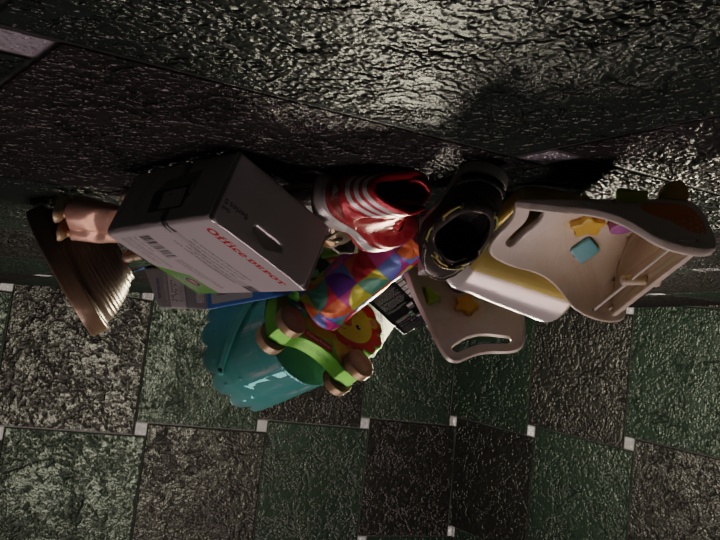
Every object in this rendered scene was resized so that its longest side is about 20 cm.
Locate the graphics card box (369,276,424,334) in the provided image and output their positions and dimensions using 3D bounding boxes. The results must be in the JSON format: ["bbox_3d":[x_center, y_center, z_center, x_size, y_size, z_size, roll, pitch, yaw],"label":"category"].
[{"bbox_3d":[0.076,0.024,1.408,0.125,0.051,0.200,-35,144,9],"label":"graphics card box"}]

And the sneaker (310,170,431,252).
[{"bbox_3d":[0.042,-0.064,0.966,0.115,0.078,0.200,0,175,32],"label":"sneaker"}]

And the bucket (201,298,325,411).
[{"bbox_3d":[-0.132,0.109,1.333,0.135,0.207,0.207,-23,161,35],"label":"bucket"}]

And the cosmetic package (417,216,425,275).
[{"bbox_3d":[0.183,-0.033,1.216,0.200,0.083,0.051,1,172,1],"label":"cosmetic package"}]

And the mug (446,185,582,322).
[{"bbox_3d":[0.185,-0.038,1.058,0.153,0.187,0.149,12,-155,-15],"label":"mug"}]

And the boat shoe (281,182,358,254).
[{"bbox_3d":[-0.035,-0.062,1.037,0.075,0.068,0.200,-1,174,22],"label":"boat shoe"}]

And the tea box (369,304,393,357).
[{"bbox_3d":[-0.043,0.067,1.680,0.200,0.134,0.197,1,-158,19],"label":"tea box"}]

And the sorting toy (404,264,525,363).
[{"bbox_3d":[0.163,0.048,1.277,0.200,0.180,0.107,-8,151,-10],"label":"sorting toy"}]

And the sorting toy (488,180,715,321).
[{"bbox_3d":[0.238,-0.035,0.905,0.180,0.107,0.200,7,156,-8],"label":"sorting toy"}]

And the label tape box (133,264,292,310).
[{"bbox_3d":[-0.213,0.014,1.215,0.143,0.066,0.200,-11,-175,-41],"label":"label tape box"}]

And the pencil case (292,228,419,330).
[{"bbox_3d":[0.000,0.000,1.183,0.200,0.088,0.088,-37,163,13],"label":"pencil case"}]

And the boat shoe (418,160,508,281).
[{"bbox_3d":[0.101,-0.037,0.920,0.072,0.061,0.201,17,149,-1],"label":"boat shoe"}]

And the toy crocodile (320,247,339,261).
[{"bbox_3d":[-0.013,-0.031,1.369,0.067,0.062,0.200,-7,170,34],"label":"toy crocodile"}]

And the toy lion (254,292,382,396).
[{"bbox_3d":[-0.051,0.078,1.280,0.200,0.192,0.069,35,124,-23],"label":"toy lion"}]

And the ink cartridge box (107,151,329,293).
[{"bbox_3d":[-0.157,-0.044,0.933,0.200,0.084,0.145,-3,147,44],"label":"ink cartridge box"}]

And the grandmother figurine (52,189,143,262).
[{"bbox_3d":[-0.291,-0.059,1.103,0.200,0.061,0.121,9,146,-2],"label":"grandmother figurine"}]

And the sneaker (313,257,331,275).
[{"bbox_3d":[-0.133,-0.025,1.438,0.200,0.078,0.140,16,180,7],"label":"sneaker"}]

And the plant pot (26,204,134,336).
[{"bbox_3d":[-0.389,-0.015,1.220,0.093,0.201,0.201,-29,-179,-13],"label":"plant pot"}]
